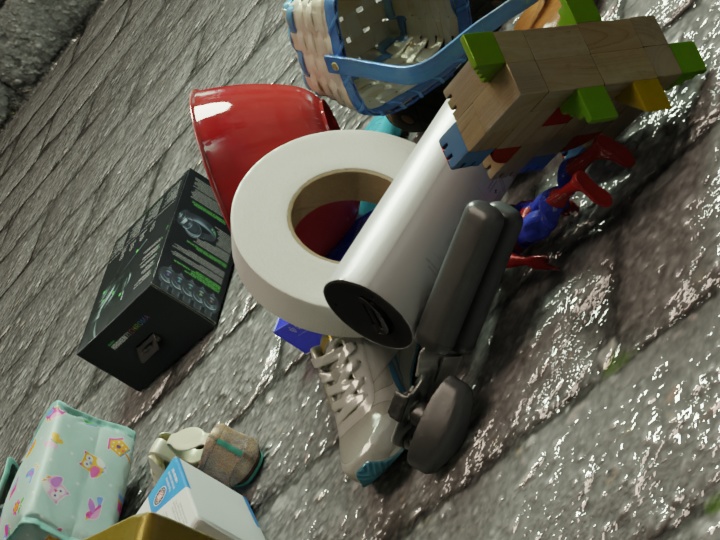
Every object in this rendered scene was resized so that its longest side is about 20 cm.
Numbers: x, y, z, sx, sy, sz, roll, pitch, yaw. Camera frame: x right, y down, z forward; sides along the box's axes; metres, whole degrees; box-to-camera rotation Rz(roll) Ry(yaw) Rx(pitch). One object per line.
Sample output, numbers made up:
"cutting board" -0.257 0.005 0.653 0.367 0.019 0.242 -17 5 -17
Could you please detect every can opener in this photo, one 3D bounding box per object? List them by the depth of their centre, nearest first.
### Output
"can opener" 0.074 0.048 1.286 0.066 0.052 0.202 26 105 33

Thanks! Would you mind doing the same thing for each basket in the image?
"basket" 0.038 -0.215 1.550 0.199 0.140 0.176 14 40 43

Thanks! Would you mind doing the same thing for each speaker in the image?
"speaker" 0.053 -0.040 1.343 0.201 0.081 0.081 -57 18 -25

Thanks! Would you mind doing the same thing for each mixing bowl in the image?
"mixing bowl" -0.064 -0.088 1.577 0.107 0.201 0.201 -20 28 7

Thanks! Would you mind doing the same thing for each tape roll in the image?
"tape roll" -0.006 -0.033 1.428 0.037 0.201 0.204 93 -171 -48

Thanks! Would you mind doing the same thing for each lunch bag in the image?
"lunch bag" -0.330 0.265 1.864 0.200 0.121 0.171 -51 21 42

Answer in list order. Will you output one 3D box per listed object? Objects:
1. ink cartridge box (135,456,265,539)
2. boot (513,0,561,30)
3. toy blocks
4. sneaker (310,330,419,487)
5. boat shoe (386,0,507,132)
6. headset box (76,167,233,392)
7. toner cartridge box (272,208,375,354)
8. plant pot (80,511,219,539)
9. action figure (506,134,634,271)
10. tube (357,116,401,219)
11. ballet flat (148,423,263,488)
"ink cartridge box" -0.172 0.282 1.507 0.201 0.085 0.146 -57 19 5
"boot" 0.174 -0.184 1.454 0.188 0.068 0.201 -47 13 46
"toy blocks" 0.130 -0.119 1.272 0.137 0.199 0.101 -47 60 51
"sneaker" -0.001 0.089 1.398 0.076 0.080 0.201 -44 25 28
"boat shoe" 0.076 -0.227 1.698 0.201 0.075 0.074 -59 17 -5
"headset box" -0.227 0.016 2.026 0.174 0.092 0.201 -40 26 40
"toner cartridge box" 0.000 0.000 1.583 0.200 0.043 0.096 -30 32 52
"plant pot" -0.134 0.312 1.237 0.195 0.193 0.202 -30 40 53
"action figure" 0.132 -0.035 1.315 0.200 0.052 0.066 -34 24 58
"tube" 0.008 -0.106 1.725 0.077 0.050 0.201 -35 25 39
"ballet flat" -0.160 0.177 1.664 0.200 0.067 0.069 -28 34 55
